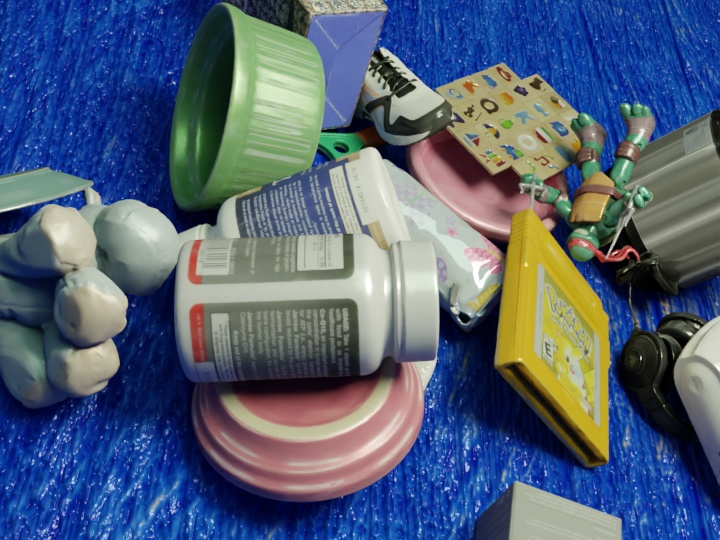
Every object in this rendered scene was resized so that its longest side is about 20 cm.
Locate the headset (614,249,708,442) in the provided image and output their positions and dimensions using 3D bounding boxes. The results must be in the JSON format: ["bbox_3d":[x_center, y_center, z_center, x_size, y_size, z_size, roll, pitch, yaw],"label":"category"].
[{"bbox_3d":[0.333,0.080,0.983,0.123,0.094,0.201,-20,74,-35],"label":"headset"}]

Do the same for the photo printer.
[{"bbox_3d":[0.407,0.139,0.940,0.166,0.069,0.201,-20,85,-35],"label":"photo printer"}]

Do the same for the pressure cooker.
[{"bbox_3d":[0.371,-0.073,1.065,0.175,0.199,0.180,-17,81,-56],"label":"pressure cooker"}]

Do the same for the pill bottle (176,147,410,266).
[{"bbox_3d":[-0.061,-0.028,0.838,0.199,0.111,0.112,-19,55,7],"label":"pill bottle"}]

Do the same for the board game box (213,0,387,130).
[{"bbox_3d":[-0.077,-0.280,1.043,0.096,0.160,0.200,-13,53,-31],"label":"board game box"}]

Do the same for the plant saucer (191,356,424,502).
[{"bbox_3d":[-0.045,0.099,0.785,0.199,0.051,0.201,0,41,0],"label":"plant saucer"}]

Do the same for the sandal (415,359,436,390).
[{"bbox_3d":[0.008,0.133,0.821,0.082,0.050,0.202,23,45,29],"label":"sandal"}]

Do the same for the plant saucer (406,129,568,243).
[{"bbox_3d":[0.141,-0.105,1.071,0.199,0.051,0.202,13,48,-15],"label":"plant saucer"}]

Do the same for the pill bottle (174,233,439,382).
[{"bbox_3d":[-0.040,0.029,0.740,0.198,0.114,0.115,-2,51,-1],"label":"pill bottle"}]

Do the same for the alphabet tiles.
[{"bbox_3d":[0.185,-0.177,1.101,0.199,0.006,0.167,-27,67,-38],"label":"alphabet tiles"}]

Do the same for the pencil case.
[{"bbox_3d":[0.067,-0.026,0.961,0.200,0.083,0.091,43,61,13],"label":"pencil case"}]

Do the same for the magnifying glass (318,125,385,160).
[{"bbox_3d":[-0.018,-0.139,1.062,0.199,0.022,0.080,-28,67,-36],"label":"magnifying glass"}]

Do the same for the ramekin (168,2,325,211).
[{"bbox_3d":[-0.113,-0.150,0.912,0.097,0.200,0.201,9,49,-27],"label":"ramekin"}]

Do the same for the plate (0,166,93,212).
[{"bbox_3d":[-0.321,-0.059,0.761,0.199,0.200,0.026,-19,103,-34],"label":"plate"}]

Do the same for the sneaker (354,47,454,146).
[{"bbox_3d":[0.031,-0.200,1.037,0.073,0.080,0.200,-31,36,-17],"label":"sneaker"}]

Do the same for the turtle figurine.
[{"bbox_3d":[0.248,-0.083,0.994,0.149,0.101,0.201,6,59,31],"label":"turtle figurine"}]

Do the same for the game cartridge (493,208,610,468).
[{"bbox_3d":[0.197,0.064,0.919,0.176,0.032,0.201,46,40,-30],"label":"game cartridge"}]

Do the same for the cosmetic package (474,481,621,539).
[{"bbox_3d":[0.144,0.285,0.739,0.106,0.090,0.201,22,50,-5],"label":"cosmetic package"}]

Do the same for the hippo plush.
[{"bbox_3d":[-0.237,0.016,0.780,0.161,0.199,0.161,-30,111,-58],"label":"hippo plush"}]
